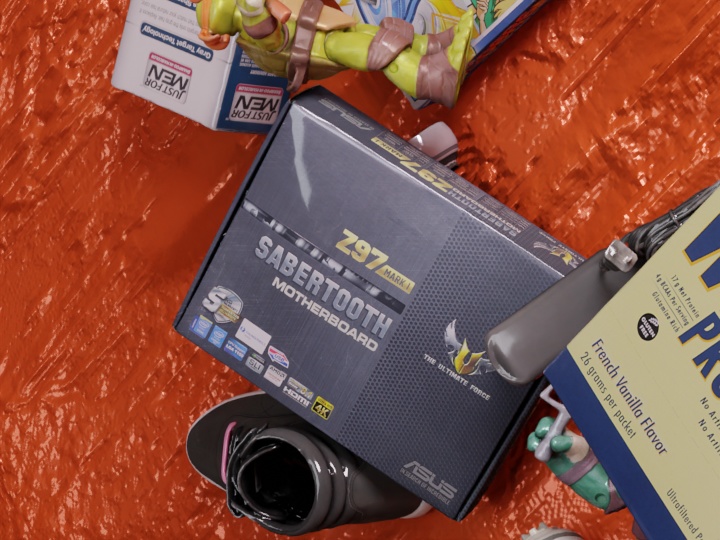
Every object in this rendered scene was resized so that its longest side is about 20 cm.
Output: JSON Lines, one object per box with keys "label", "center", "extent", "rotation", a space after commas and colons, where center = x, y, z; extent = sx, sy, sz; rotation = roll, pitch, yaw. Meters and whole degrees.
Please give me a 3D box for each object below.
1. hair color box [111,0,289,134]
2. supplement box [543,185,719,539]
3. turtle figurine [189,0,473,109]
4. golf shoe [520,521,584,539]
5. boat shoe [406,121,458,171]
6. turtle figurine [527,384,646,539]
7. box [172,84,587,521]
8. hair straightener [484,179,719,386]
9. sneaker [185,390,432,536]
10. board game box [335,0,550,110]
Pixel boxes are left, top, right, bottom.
{"label": "hair color box", "center": [-0.077, -0.192, 1.545], "extent": [0.100, 0.060, 0.201], "rotation": [25, 105, 40]}
{"label": "supplement box", "center": [0.232, 0.034, 1.141], "extent": [0.200, 0.199, 0.135], "rotation": [-48, 59, 30]}
{"label": "turtle figurine", "center": [-0.023, -0.125, 1.360], "extent": [0.160, 0.200, 0.065], "rotation": [12, 95, 3]}
{"label": "golf shoe", "center": [0.050, 0.221, 1.348], "extent": [0.199, 0.078, 0.098], "rotation": [-32, 76, 0]}
{"label": "boat shoe", "center": [0.000, 0.000, 1.465], "extent": [0.066, 0.070, 0.200], "rotation": [48, 116, 8]}
{"label": "turtle figurine", "center": [0.156, 0.134, 1.281], "extent": [0.149, 0.100, 0.201], "rotation": [21, 103, 51]}
{"label": "box", "center": [0.015, 0.017, 1.399], "extent": [0.199, 0.051, 0.158], "rotation": [34, 113, 9]}
{"label": "hair straightener", "center": [0.148, -0.003, 1.285], "extent": [0.199, 0.077, 0.041], "rotation": [-31, 87, 13]}
{"label": "sneaker", "center": [-0.056, 0.109, 1.487], "extent": [0.199, 0.099, 0.071], "rotation": [7, 95, 45]}
{"label": "board game box", "center": [0.022, -0.210, 1.423], "extent": [0.135, 0.034, 0.200], "rotation": [-42, 81, 35]}
